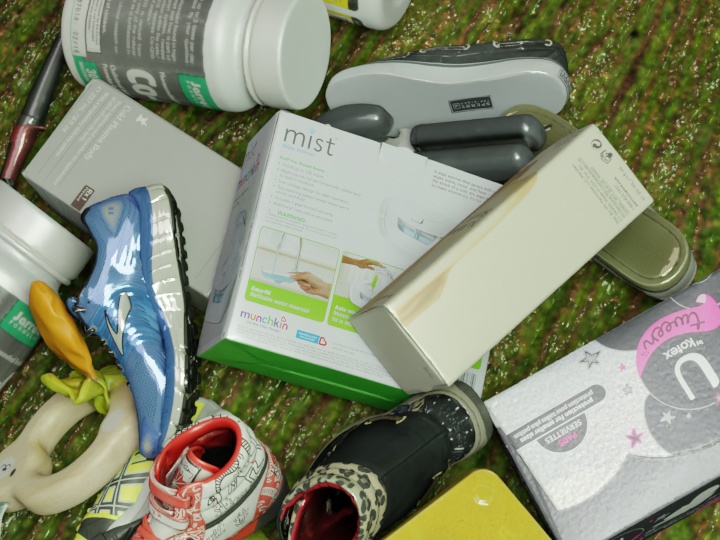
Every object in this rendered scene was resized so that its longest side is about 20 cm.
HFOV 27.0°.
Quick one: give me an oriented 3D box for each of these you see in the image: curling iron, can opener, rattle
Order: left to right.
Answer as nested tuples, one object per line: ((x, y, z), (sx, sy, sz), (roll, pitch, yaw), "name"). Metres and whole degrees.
((-0.268, 0.128, 1.139), (0.199, 0.143, 0.131), (-32, 49, 8), "rattle")
((-0.280, -0.118, 1.285), (0.049, 0.025, 0.201), (-4, 62, 49), "curling iron")
((0.045, -0.099, 1.171), (0.199, 0.067, 0.054), (-2, 58, 39), "can opener")

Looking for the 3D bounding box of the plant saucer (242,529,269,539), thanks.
((-0.106, 0.314, 1.103), (0.199, 0.048, 0.200), (-40, 70, -4), "plant saucer")

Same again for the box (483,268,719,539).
((0.205, 0.110, 1.075), (0.199, 0.115, 0.133), (-29, 70, 0), "box")

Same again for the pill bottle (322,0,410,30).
((-0.053, -0.280, 1.251), (0.199, 0.113, 0.113), (20, 77, 15), "pill bottle")

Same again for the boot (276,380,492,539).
((-0.016, 0.158, 1.040), (0.203, 0.153, 0.074), (-39, 84, 41), "boot")

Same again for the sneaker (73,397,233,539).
((-0.171, 0.181, 1.156), (0.200, 0.075, 0.076), (-46, 50, -9), "sneaker")

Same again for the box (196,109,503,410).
((0.000, 0.000, 1.115), (0.199, 0.097, 0.178), (16, 74, -16), "box")

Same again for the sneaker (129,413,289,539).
((-0.143, 0.189, 1.072), (0.201, 0.108, 0.067), (-43, 54, -15), "sneaker")

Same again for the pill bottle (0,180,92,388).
((-0.310, 0.036, 1.186), (0.113, 0.113, 0.200), (35, 84, 19), "pill bottle")

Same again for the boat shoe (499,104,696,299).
((0.176, -0.047, 1.157), (0.075, 0.068, 0.200), (-42, 62, 3), "boat shoe")

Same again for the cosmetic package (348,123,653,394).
((0.095, -0.006, 1.038), (0.200, 0.105, 0.071), (-40, 94, -17), "cosmetic package")

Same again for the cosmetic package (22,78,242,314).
((-0.159, -0.053, 1.213), (0.199, 0.090, 0.107), (30, 76, 21), "cosmetic package")

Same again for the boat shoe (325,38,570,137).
((0.072, -0.152, 1.218), (0.198, 0.069, 0.057), (-1, 46, 13), "boat shoe")

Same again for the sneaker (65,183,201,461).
((-0.168, 0.041, 1.109), (0.088, 0.079, 0.202), (-8, 85, 1), "sneaker")

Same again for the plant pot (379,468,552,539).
((0.067, 0.248, 0.999), (0.199, 0.177, 0.200), (-34, 69, -18), "plant pot")

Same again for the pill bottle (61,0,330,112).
((-0.133, -0.191, 1.225), (0.199, 0.113, 0.114), (10, 74, 23), "pill bottle")
